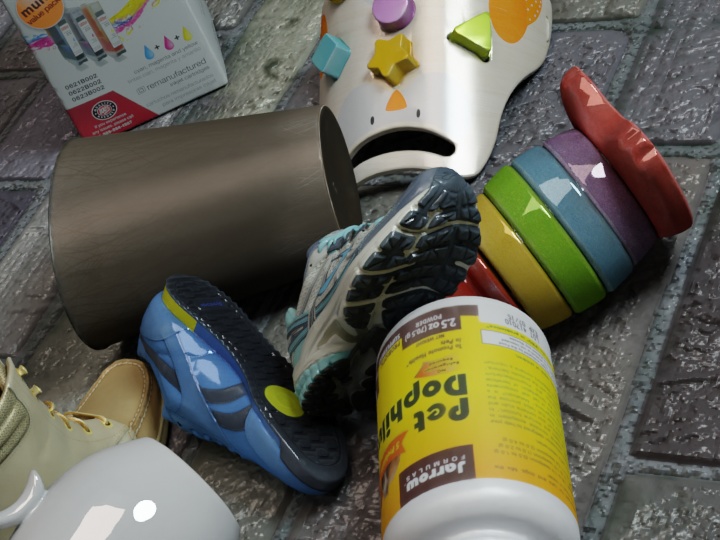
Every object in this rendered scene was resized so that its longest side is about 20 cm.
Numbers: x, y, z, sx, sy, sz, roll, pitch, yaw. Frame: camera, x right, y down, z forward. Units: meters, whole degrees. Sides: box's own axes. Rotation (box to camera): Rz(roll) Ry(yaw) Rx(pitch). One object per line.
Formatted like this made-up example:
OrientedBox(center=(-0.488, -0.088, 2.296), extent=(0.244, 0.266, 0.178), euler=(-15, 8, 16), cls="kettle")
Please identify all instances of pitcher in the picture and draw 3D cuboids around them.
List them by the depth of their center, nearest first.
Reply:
OrientedBox(center=(-0.181, 0.178, 0.907), extent=(0.200, 0.172, 0.121), euler=(-45, 15, -19), cls="pitcher")

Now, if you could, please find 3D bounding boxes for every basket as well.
OrientedBox(center=(-0.107, -0.041, 1.136), extent=(0.197, 0.137, 0.182), euler=(-12, 42, 12), cls="basket")

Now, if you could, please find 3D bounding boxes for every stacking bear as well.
OrientedBox(center=(0.102, -0.012, 1.002), extent=(0.199, 0.114, 0.122), euler=(-38, 40, 4), cls="stacking bear")

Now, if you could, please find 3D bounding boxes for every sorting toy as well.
OrientedBox(center=(0.039, -0.142, 1.211), extent=(0.198, 0.107, 0.182), euler=(-7, 62, 22), cls="sorting toy")

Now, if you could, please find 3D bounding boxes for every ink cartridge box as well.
OrientedBox(center=(-0.226, -0.247, 1.368), extent=(0.144, 0.201, 0.145), euler=(-23, 39, 4), cls="ink cartridge box")

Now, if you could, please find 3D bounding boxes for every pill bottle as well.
OrientedBox(center=(0.064, 0.117, 0.879), extent=(0.108, 0.110, 0.201), euler=(-16, 40, 12), cls="pill bottle")

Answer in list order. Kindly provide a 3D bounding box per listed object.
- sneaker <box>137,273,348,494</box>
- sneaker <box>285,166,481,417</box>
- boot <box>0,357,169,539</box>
OrientedBox(center=(-0.082, 0.090, 1.034), extent=(0.200, 0.066, 0.079), euler=(45, 115, 33), cls="sneaker")
OrientedBox(center=(0.000, 0.000, 0.955), extent=(0.077, 0.201, 0.087), euler=(1, 49, -34), cls="sneaker")
OrientedBox(center=(-0.202, 0.097, 1.012), extent=(0.072, 0.156, 0.201), euler=(-3, 42, 28), cls="boot")
